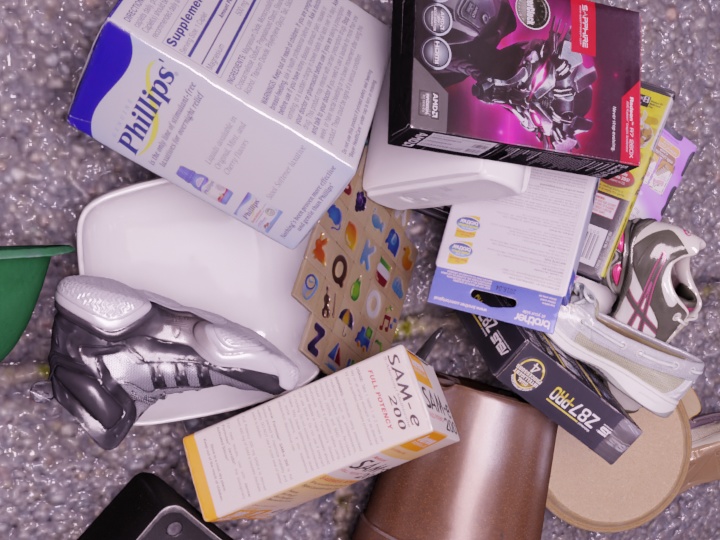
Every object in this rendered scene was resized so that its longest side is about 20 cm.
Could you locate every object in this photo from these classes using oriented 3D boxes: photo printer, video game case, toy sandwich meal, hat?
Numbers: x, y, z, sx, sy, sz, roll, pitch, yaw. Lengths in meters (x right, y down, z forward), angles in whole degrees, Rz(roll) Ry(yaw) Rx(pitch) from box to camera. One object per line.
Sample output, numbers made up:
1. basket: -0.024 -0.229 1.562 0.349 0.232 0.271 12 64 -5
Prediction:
1. photo printer: 0.084 -0.160 0.812 0.069 0.165 0.203 19 77 -36
2. video game case: 0.164 -0.109 0.875 0.198 0.025 0.183 22 89 17
3. toy sandwich meal: 0.260 0.174 1.008 0.201 0.070 0.209 0 87 0
4. hat: -0.297 0.073 0.718 0.163 0.200 0.179 -3 93 -19

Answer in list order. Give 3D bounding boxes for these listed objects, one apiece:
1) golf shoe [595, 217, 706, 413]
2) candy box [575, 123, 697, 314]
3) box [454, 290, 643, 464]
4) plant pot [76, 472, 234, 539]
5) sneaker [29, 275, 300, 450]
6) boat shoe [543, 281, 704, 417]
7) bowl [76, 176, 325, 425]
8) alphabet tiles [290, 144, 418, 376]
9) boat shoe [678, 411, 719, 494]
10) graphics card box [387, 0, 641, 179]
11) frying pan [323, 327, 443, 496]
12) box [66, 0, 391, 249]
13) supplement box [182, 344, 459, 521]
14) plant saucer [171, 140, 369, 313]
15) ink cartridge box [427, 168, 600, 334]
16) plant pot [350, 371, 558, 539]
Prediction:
1. golf shoe: 0.277 0.052 0.909 0.077 0.087 0.203 -24 118 -46
2. candy box: 0.220 -0.078 0.952 0.166 0.071 0.202 29 89 -25
3. box: 0.161 0.073 0.890 0.160 0.201 0.049 35 103 -25
4. plant pot: -0.175 0.296 0.816 0.200 0.177 0.200 -48 113 -7
5. sneaker: -0.151 0.085 0.730 0.198 0.075 0.115 21 94 -18
6. boat shoe: 0.220 0.053 0.861 0.201 0.075 0.065 37 103 -5
7. bowl: -0.134 0.014 0.799 0.197 0.075 0.203 -11 105 -18
8. alphabet tiles: 0.000 0.000 0.849 0.166 0.006 0.203 46 55 -49
9. boat shoe: 0.349 0.209 1.071 0.197 0.065 0.073 -18 117 2
10. graphics card box: 0.119 -0.146 0.711 0.197 0.051 0.128 7 81 -19
11. frying pan: 0.006 0.136 0.872 0.031 0.115 0.191 33 130 3
12. box: -0.091 -0.151 0.728 0.198 0.185 0.105 30 134 -14
13. supplement box: -0.028 0.140 0.784 0.198 0.126 0.074 -24 72 10
14. plant saucer: -0.075 -0.062 0.861 0.197 0.027 0.204 -5 104 -20
15. ink cartridge box: 0.140 -0.050 0.827 0.118 0.042 0.203 13 76 19
16. plant pot: 0.097 0.209 0.907 0.198 0.200 0.202 15 89 -24
